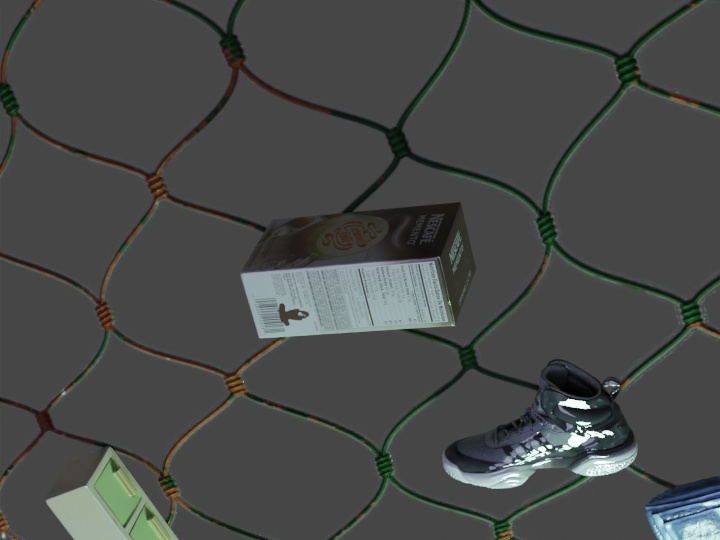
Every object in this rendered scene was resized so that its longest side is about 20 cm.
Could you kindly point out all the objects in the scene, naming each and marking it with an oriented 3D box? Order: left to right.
[{"bbox_3d":[-0.265,0.305,1.869,0.070,0.076,0.200,-22,112,27],"label":"toy refrigerator"},{"bbox_3d":[0.000,0.000,1.583,0.200,0.114,0.080,-5,119,18],"label":"coffee box"},{"bbox_3d":[0.174,0.151,1.651,0.200,0.076,0.114,-7,118,13],"label":"sneaker"},{"bbox_3d":[0.401,0.254,1.662,0.200,0.049,0.112,-20,114,25],"label":"towel"}]
